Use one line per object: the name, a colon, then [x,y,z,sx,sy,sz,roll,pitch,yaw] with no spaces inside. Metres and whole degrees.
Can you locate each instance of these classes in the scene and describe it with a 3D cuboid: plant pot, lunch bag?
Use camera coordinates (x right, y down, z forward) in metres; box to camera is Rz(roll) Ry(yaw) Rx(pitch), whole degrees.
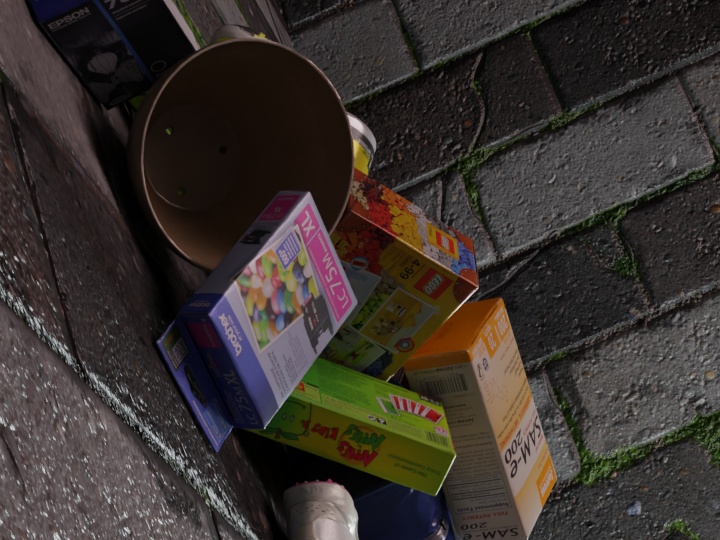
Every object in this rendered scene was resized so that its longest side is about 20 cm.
plant pot: [-0.122,-0.097,1.657,0.134,0.199,0.202,7,-55,62]
lunch bag: [0.015,0.221,1.838,0.201,0.135,0.133,-99,165,-59]

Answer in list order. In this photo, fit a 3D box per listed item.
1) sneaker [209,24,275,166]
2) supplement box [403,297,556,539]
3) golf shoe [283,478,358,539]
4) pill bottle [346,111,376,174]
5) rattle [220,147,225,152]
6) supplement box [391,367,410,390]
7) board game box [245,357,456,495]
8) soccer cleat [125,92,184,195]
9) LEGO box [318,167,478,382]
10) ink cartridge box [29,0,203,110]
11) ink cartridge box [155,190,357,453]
sneaker: [-0.095,-0.132,1.761,0.077,0.075,0.201,-60,141,-48]
supplement box: [0.117,0.145,1.832,0.126,0.073,0.202,-50,126,-60]
golf shoe: [-0.020,0.275,1.690,0.092,0.075,0.201,-86,155,-46]
pill bottle: [-0.063,-0.057,1.899,0.114,0.113,0.202,58,46,-61]
rattle: [-0.180,-0.116,1.873,0.131,0.141,0.201,-115,-144,-48]
supplement box: [0.023,0.140,1.968,0.061,0.198,0.109,-68,148,-31]
board game box: [-0.019,0.127,1.703,0.198,0.048,0.102,21,20,-14]
soccer cleat: [-0.174,-0.118,1.778,0.081,0.067,0.202,134,-67,-81]
LEGO box: [-0.012,0.023,1.746,0.148,0.200,0.078,30,31,-22]
ink cartridge box: [-0.208,-0.211,1.585,0.200,0.099,0.039,56,10,-62]
ink cartridge box: [-0.080,0.040,1.550,0.200,0.042,0.120,-51,129,-39]
